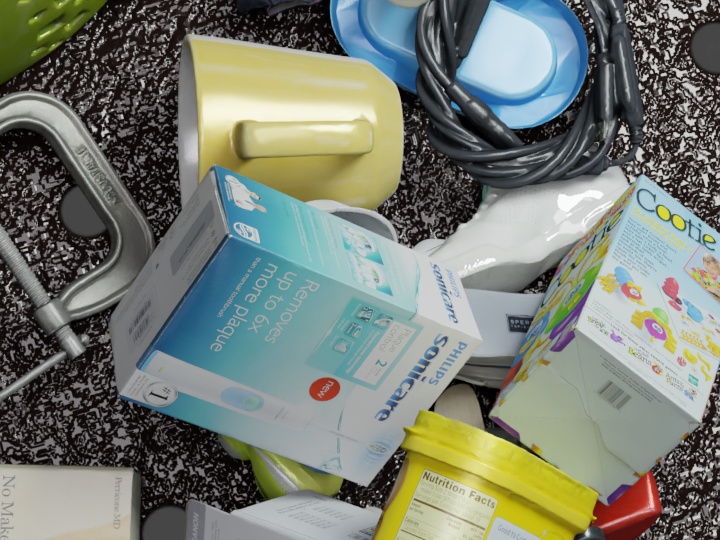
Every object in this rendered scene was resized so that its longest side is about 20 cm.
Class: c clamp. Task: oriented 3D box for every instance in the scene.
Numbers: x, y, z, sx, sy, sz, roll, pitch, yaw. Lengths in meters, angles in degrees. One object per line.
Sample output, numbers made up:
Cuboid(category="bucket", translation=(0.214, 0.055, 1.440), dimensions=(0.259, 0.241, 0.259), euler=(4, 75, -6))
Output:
Cuboid(category="c clamp", translation=(-0.239, -0.028, 1.432), dimensions=(0.171, 0.027, 0.200), euler=(-28, 88, -27))

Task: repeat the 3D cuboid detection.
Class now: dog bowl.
Cuboid(category="dog bowl", translation=(0.073, -0.174, 1.485), dimensions=(0.200, 0.050, 0.112), euler=(24, 80, 2))

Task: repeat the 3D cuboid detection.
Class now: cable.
Cuboid(category="cable", translation=(0.119, -0.160, 1.440), dimensions=(0.163, 0.051, 0.200), euler=(-10, 84, 1))

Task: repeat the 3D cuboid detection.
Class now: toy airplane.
Cuboid(category="toy airplane", translation=(0.099, 0.201, 1.389), dimensions=(0.199, 0.141, 0.200), euler=(24, 84, 34))

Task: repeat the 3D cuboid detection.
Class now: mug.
Cuboid(category="mug", translation=(-0.048, -0.085, 1.412), dimensions=(0.153, 0.150, 0.187), euler=(-1, 36, -11))

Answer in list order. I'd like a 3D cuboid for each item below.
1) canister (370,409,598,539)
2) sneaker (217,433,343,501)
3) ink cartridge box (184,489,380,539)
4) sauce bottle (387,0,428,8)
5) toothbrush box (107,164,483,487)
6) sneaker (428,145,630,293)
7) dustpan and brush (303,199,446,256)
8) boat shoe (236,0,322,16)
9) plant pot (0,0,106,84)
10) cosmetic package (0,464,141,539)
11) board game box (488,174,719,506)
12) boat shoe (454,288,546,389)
Cuboid(category="canister", translation=(0.056, 0.206, 1.233), dimensions=(0.086, 0.148, 0.200), euler=(17, 80, 41))
Cuboid(category="sneaker", translation=(-0.070, 0.081, 1.436), dimensions=(0.105, 0.076, 0.200), euler=(-33, 83, -26))
Cuboid(category="ink cartridge box", translation=(-0.038, 0.261, 1.343), dimensions=(0.175, 0.084, 0.200), euler=(15, 105, 40))
Cuboid(category="sauce bottle", translation=(0.054, -0.266, 1.444), dimensions=(0.065, 0.065, 0.200), euler=(21, 46, 1))
Cuboid(category="toothbrush box", translation=(-0.045, 0.040, 1.302), dimensions=(0.200, 0.085, 0.146), euler=(23, 119, -28))
Cuboid(category="sneaker", translation=(0.107, -0.035, 1.453), dimensions=(0.200, 0.075, 0.089), euler=(-24, 71, -21))
Cuboid(category="dustpan and brush", translation=(0.000, 0.000, 1.409), dimensions=(0.057, 0.200, 0.140), euler=(29, 121, 20))
Cuboid(category="boat shoe", translation=(-0.023, -0.248, 1.438), dimensions=(0.075, 0.200, 0.093), euler=(-4, 83, -41))
Cuboid(category="plant pot", translation=(-0.245, -0.275, 1.420), dimensions=(0.181, 0.200, 0.199), euler=(-28, 82, -14))
Cuboid(category="cosmetic package", translation=(-0.259, 0.189, 1.400), dimensions=(0.200, 0.071, 0.105), euler=(0, 81, -2))
Cuboid(category="board game box", translation=(0.180, 0.044, 1.338), dimensions=(0.105, 0.103, 0.200), euler=(37, 38, -4))
Cuboid(category="boat shoe", translation=(0.128, 0.055, 1.441), dimensions=(0.200, 0.065, 0.074), euler=(12, 61, -20))
